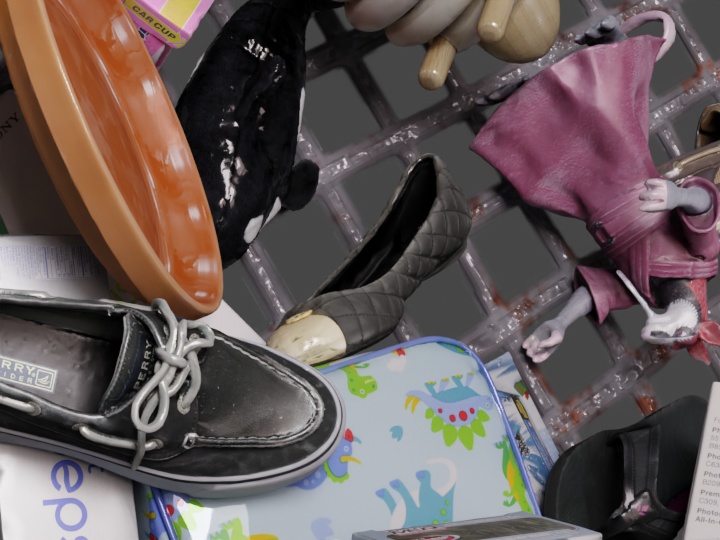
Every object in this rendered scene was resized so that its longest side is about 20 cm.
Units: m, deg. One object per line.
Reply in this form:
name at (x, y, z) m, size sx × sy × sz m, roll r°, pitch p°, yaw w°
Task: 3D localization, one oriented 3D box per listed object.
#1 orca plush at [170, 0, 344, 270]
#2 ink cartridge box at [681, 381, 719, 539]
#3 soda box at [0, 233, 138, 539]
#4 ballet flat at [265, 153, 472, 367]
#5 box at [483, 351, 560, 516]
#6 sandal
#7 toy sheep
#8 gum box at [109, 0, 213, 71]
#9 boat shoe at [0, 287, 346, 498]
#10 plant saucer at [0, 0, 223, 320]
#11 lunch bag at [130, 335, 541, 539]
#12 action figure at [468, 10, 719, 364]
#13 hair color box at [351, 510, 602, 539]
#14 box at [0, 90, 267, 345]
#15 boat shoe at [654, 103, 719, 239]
orca plush at (-0.044, -0.094, 0.980) m, size 0.105 × 0.071 × 0.201 m, roll 42°, pitch 57°, yaw -11°
ink cartridge box at (0.219, 0.181, 0.978) m, size 0.146 × 0.083 × 0.202 m, roll 57°, pitch 44°, yaw -56°
soda box at (-0.142, 0.089, 0.820) m, size 0.063 × 0.068 × 0.202 m, roll -2°, pitch 75°, yaw -26°
ballet flat at (0.000, 0.000, 0.958) m, size 0.200 × 0.066 × 0.057 m, roll -45°, pitch 118°, yaw -54°
box at (0.029, 0.144, 0.956) m, size 0.199 × 0.040 × 0.138 m, roll -23°, pitch 84°, yaw -34°
sandal at (0.162, 0.112, 1.007) m, size 0.200 × 0.048 × 0.076 m, roll -28°, pitch 89°, yaw -51°
toy sheep at (0.029, -0.183, 0.976) m, size 0.200 × 0.137 × 0.139 m, roll 40°, pitch 57°, yaw -18°
gum box at (-0.109, -0.209, 0.986) m, size 0.113 × 0.066 × 0.201 m, roll 35°, pitch 59°, yaw -13°
boat shoe at (-0.094, 0.044, 0.772) m, size 0.197 × 0.068 × 0.074 m, roll 17°, pitch 66°, yaw -14°
plant saucer at (-0.118, -0.068, 0.847) m, size 0.032 × 0.200 × 0.202 m, roll -23°, pitch 83°, yaw 7°
lunch bag at (-0.013, 0.129, 0.864) m, size 0.198 × 0.082 × 0.162 m, roll -15°, pitch 79°, yaw -31°
action figure at (0.153, -0.034, 1.064) m, size 0.149 × 0.134 × 0.201 m, roll -27°, pitch 84°, yaw -53°
hair color box at (0.050, 0.215, 0.810) m, size 0.098 × 0.060 × 0.203 m, roll -2°, pitch 94°, yaw -34°
box at (-0.150, 0.029, 0.896) m, size 0.200 × 0.036 × 0.145 m, roll 44°, pitch 57°, yaw -8°
boat shoe at (0.249, -0.079, 1.143) m, size 0.199 × 0.074 × 0.074 m, roll -34°, pitch 91°, yaw -35°
